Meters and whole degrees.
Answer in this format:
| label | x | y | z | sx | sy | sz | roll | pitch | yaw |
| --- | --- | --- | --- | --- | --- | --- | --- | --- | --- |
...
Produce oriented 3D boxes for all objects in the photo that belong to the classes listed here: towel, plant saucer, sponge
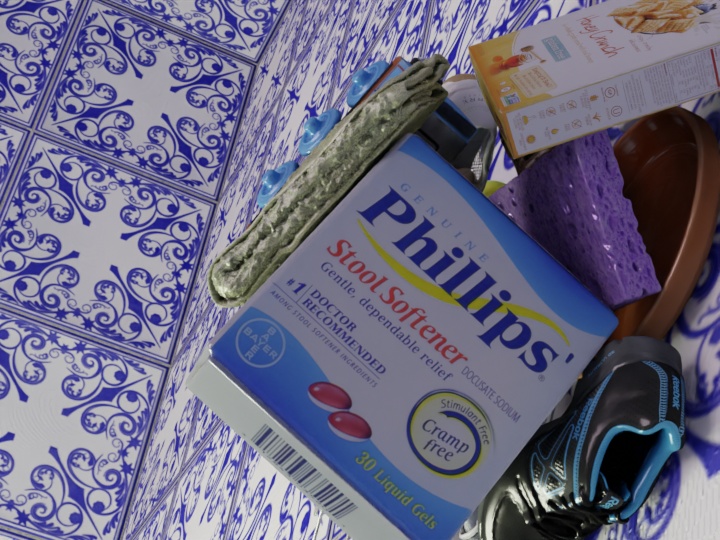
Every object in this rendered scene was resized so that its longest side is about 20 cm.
| label | x | y | z | sx | sy | sz | roll | pitch | yaw |
| --- | --- | --- | --- | --- | --- | --- | --- | --- | --- |
| towel | -0.018 | -0.062 | 0.906 | 0.200 | 0.036 | 0.148 | -48 | -2 | 20 |
| plant saucer | 0.191 | -0.016 | 0.937 | 0.200 | 0.032 | 0.201 | -160 | 90 | -76 |
| sponge | 0.127 | -0.011 | 0.931 | 0.200 | 0.030 | 0.112 | -38 | 68 | 65 |

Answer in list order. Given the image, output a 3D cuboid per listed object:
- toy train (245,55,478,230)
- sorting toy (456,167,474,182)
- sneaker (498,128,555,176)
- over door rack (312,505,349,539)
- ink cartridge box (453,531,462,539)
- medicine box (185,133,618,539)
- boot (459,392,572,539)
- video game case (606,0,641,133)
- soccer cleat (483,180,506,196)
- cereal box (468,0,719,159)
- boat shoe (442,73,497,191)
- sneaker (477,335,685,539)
| label | x | y | z | sx | sy | sz | roll | pitch | yaw |
| --- | --- | --- | --- | --- | --- | --- | --- | --- | --- |
| toy train | -0.004 | -0.077 | 1.035 | 0.200 | 0.087 | 0.114 | -47 | 24 | 9 |
| sorting toy | 0.000 | 0.000 | 1.062 | 0.185 | 0.036 | 0.200 | -54 | 18 | -12 |
| sneaker | 0.133 | -0.090 | 1.031 | 0.070 | 0.076 | 0.200 | -43 | 9 | 16 |
| over door rack | -0.018 | 0.260 | 1.237 | 0.148 | 0.066 | 0.201 | -105 | 17 | -68 |
| ink cartridge box | 0.055 | 0.220 | 1.042 | 0.117 | 0.067 | 0.201 | -42 | 29 | 61 |
| medicine box | 0.025 | 0.052 | 0.847 | 0.200 | 0.182 | 0.103 | -48 | -1 | -23 |
| boot | 0.083 | 0.164 | 0.962 | 0.073 | 0.090 | 0.201 | 140 | 148 | -64 |
| video game case | 0.243 | -0.227 | 1.071 | 0.182 | 0.022 | 0.200 | -94 | 28 | -61 |
| soccer cleat | 0.093 | 0.003 | 1.230 | 0.084 | 0.064 | 0.200 | -82 | 14 | -46 |
| cereal box | 0.178 | -0.143 | 0.884 | 0.144 | 0.199 | 0.040 | -101 | -9 | -65 |
| boat shoe | 0.067 | -0.069 | 1.123 | 0.200 | 0.070 | 0.070 | 107 | 165 | -47 |
| sneaker | 0.134 | 0.132 | 0.845 | 0.082 | 0.073 | 0.200 | -88 | 23 | -57 |
